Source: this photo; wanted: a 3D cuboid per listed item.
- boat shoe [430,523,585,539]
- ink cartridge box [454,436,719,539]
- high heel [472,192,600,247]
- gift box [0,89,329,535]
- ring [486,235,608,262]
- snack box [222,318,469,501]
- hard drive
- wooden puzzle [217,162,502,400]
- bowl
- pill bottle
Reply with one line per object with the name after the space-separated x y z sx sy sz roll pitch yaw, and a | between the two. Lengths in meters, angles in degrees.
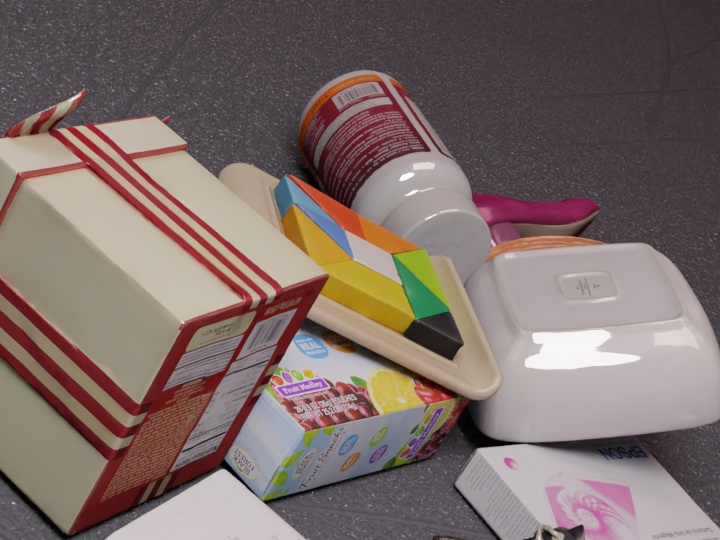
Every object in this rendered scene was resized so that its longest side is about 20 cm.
0.136 0.191 1.110 0.198 0.061 0.074 14 5 10 | boat shoe
0.192 0.200 1.246 0.195 0.044 0.200 1 37 -48 | ink cartridge box
0.151 -0.057 1.627 0.096 0.067 0.199 49 32 12 | high heel
-0.146 0.007 1.034 0.186 0.201 0.184 38 21 18 | gift box
0.162 0.041 1.429 0.198 0.019 0.201 -2 41 1 | ring
-0.044 0.063 1.192 0.169 0.068 0.199 44 26 26 | snack box
-0.041 0.202 0.992 0.199 0.027 0.132 38 25 15 | hard drive
0.000 0.000 1.237 0.199 0.037 0.186 23 24 -24 | wooden puzzle
0.171 0.043 1.330 0.197 0.075 0.201 -4 27 -3 | bowl
0.028 -0.072 1.469 0.109 0.110 0.201 13 31 -35 | pill bottle
